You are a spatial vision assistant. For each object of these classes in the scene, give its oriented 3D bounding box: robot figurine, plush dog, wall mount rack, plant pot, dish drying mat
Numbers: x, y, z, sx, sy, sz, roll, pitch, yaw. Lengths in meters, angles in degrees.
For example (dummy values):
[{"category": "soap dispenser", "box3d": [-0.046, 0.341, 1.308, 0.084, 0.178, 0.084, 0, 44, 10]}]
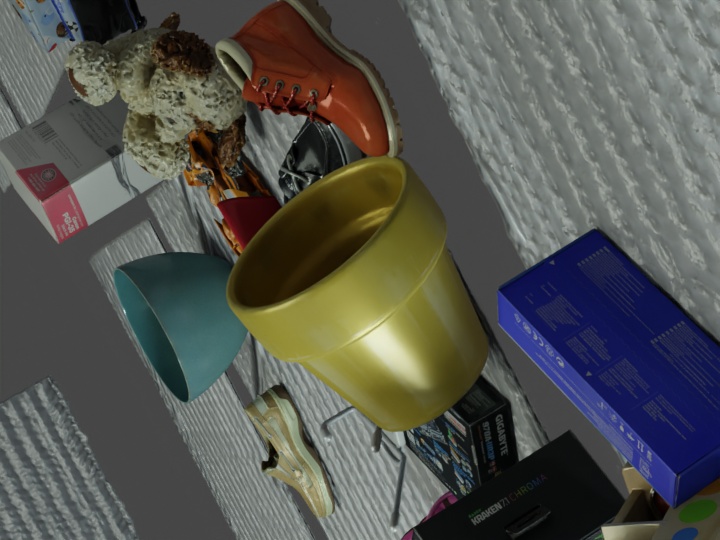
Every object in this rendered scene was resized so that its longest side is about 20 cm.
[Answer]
[{"category": "robot figurine", "box3d": [-0.146, -0.084, 1.879, 0.201, 0.058, 0.145, 57, 160, 10]}, {"category": "plush dog", "box3d": [-0.192, -0.201, 1.764, 0.171, 0.161, 0.201, 18, 154, 39]}, {"category": "wall mount rack", "box3d": [0.008, 0.156, 1.647, 0.174, 0.074, 0.202, 44, 156, 45]}, {"category": "plant pot", "box3d": [-0.221, 0.056, 2.160, 0.201, 0.134, 0.201, 51, 159, 29]}, {"category": "plant pot", "box3d": [0.012, 0.033, 1.448, 0.189, 0.201, 0.200, 52, 166, -23]}, {"category": "dish drying mat", "box3d": [-0.066, 0.010, 1.568, 0.018, 0.076, 0.201, -48, 61, 33]}]

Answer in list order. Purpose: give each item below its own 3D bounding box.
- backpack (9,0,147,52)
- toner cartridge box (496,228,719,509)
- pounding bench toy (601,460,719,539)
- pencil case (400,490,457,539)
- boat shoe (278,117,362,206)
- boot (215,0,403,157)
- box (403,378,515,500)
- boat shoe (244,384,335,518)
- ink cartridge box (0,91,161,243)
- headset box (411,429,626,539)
[{"category": "backpack", "box3d": [-0.355, -0.364, 1.905, 0.201, 0.153, 0.191, 81, 163, -52]}, {"category": "toner cartridge box", "box3d": [0.191, 0.064, 1.147, 0.200, 0.094, 0.043, 49, 158, 35]}, {"category": "pounding bench toy", "box3d": [0.250, 0.244, 1.135, 0.123, 0.156, 0.202, -10, 111, 36]}, {"category": "pencil case", "box3d": [0.089, 0.298, 1.756, 0.091, 0.093, 0.200, 56, 160, 14]}, {"category": "boat shoe", "box3d": [-0.047, -0.095, 1.585, 0.072, 0.067, 0.200, 55, 161, 18]}, {"category": "boot", "box3d": [-0.045, -0.156, 1.437, 0.200, 0.107, 0.075, 48, 156, 29]}, {"category": "box", "box3d": [0.079, 0.142, 1.629, 0.200, 0.046, 0.160, 43, 155, 44]}, {"category": "boat shoe", "box3d": [-0.102, 0.258, 2.231, 0.202, 0.076, 0.072, 65, 161, -13]}, {"category": "ink cartridge box", "box3d": [-0.344, -0.148, 2.091, 0.147, 0.199, 0.083, 44, 160, 40]}, {"category": "headset box", "box3d": [0.134, 0.252, 1.447, 0.093, 0.173, 0.201, 52, 158, 25]}]
